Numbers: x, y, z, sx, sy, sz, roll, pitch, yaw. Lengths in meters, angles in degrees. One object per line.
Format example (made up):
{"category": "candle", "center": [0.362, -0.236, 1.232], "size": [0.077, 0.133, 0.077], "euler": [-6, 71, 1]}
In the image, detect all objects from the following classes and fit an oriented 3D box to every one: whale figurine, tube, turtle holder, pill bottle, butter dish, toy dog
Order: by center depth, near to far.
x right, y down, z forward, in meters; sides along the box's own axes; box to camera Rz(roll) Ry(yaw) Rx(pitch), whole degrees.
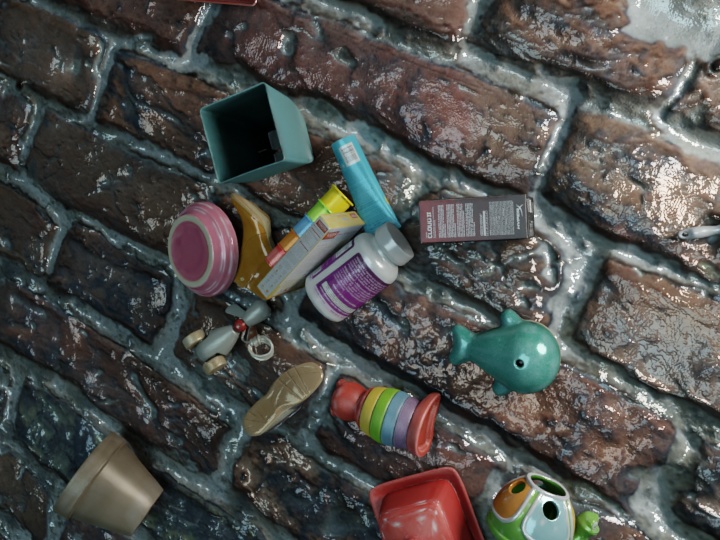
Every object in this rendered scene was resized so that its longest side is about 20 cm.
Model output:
{"category": "turtle holder", "center": [0.320, 0.440, 1.126], "size": [0.185, 0.141, 0.133], "euler": [25, 101, 18]}
{"category": "whale figurine", "center": [0.252, 0.149, 1.147], "size": [0.199, 0.104, 0.160], "euler": [9, 98, 19]}
{"category": "butter dish", "center": [0.113, 0.498, 1.203], "size": [0.198, 0.148, 0.201], "euler": [-22, 86, 20]}
{"category": "pill bottle", "center": [0.000, 0.000, 1.225], "size": [0.200, 0.112, 0.113], "euler": [-37, 81, 19]}
{"category": "tube", "center": [0.006, -0.161, 1.247], "size": [0.077, 0.050, 0.201], "euler": [-23, 91, 35]}
{"category": "toy dog", "center": [-0.270, 0.139, 1.362], "size": [0.199, 0.096, 0.133], "euler": [-15, 86, 6]}

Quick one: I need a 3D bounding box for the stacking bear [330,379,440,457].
{"category": "stacking bear", "center": [0.037, 0.272, 1.239], "size": [0.199, 0.114, 0.122], "euler": [15, 99, 23]}

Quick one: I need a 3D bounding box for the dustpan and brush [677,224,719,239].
{"category": "dustpan and brush", "center": [0.619, -0.072, 1.029], "size": [0.199, 0.057, 0.141], "euler": [-8, 90, 14]}

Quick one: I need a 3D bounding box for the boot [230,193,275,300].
{"category": "boot", "center": [-0.230, -0.046, 1.328], "size": [0.201, 0.071, 0.144], "euler": [43, 104, 7]}

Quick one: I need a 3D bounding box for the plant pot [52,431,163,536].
{"category": "plant pot", "center": [-0.548, 0.495, 1.440], "size": [0.173, 0.200, 0.200], "euler": [36, 106, -2]}

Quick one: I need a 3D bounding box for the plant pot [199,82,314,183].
{"category": "plant pot", "center": [-0.177, -0.249, 1.224], "size": [0.140, 0.200, 0.142], "euler": [-15, 90, 20]}

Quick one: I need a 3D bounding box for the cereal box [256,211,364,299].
{"category": "cereal box", "center": [-0.094, -0.032, 1.231], "size": [0.200, 0.144, 0.040], "euler": [-45, 78, 23]}

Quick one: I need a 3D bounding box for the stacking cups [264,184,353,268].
{"category": "stacking cups", "center": [-0.102, -0.077, 1.257], "size": [0.060, 0.061, 0.200], "euler": [44, 91, 12]}

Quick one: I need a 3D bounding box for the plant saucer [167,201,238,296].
{"category": "plant saucer", "center": [-0.339, -0.042, 1.350], "size": [0.200, 0.051, 0.202], "euler": [8, 102, 38]}

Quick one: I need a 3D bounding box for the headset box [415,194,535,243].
{"category": "headset box", "center": [0.197, -0.088, 1.126], "size": [0.199, 0.149, 0.078], "euler": [-3, 93, 19]}

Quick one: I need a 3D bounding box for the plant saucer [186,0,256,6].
{"category": "plant saucer", "center": [-0.279, -0.646, 1.319], "size": [0.198, 0.037, 0.202], "euler": [12, 99, 19]}

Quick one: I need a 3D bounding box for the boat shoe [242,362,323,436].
{"category": "boat shoe", "center": [-0.155, 0.266, 1.329], "size": [0.200, 0.065, 0.072], "euler": [-43, 70, -1]}
